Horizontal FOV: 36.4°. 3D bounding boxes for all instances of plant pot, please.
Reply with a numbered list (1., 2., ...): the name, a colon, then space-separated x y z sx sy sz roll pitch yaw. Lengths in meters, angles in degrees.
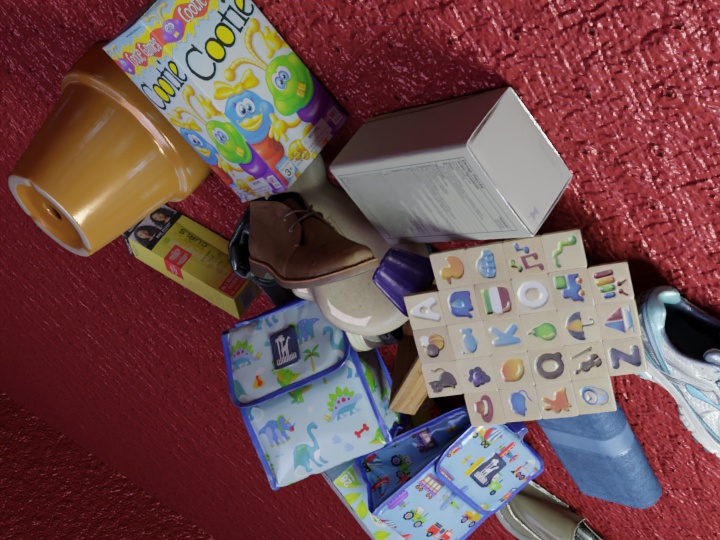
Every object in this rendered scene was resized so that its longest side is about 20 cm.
1. plant pot: -0.297 -0.124 1.260 0.199 0.184 0.201 31 154 17

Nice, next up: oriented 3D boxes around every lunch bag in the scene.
1. lunch bag: -0.060 0.135 1.313 0.203 0.168 0.127 68 -165 2
2. lunch bag: 0.120 0.240 1.327 0.150 0.199 0.095 43 -163 -37

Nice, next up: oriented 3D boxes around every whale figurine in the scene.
1. whale figurine: -0.009 -0.031 1.118 0.201 0.159 0.104 49 -160 7

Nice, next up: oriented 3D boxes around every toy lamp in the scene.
1. toy lamp: 0.103 0.046 0.996 0.198 0.059 0.058 31 155 4

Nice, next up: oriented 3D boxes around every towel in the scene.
1. towel: 0.245 0.171 1.165 0.111 0.049 0.201 9 141 48

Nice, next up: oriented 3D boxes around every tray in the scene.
1. tray: 0.071 0.078 1.189 0.036 0.100 0.201 11 155 -4

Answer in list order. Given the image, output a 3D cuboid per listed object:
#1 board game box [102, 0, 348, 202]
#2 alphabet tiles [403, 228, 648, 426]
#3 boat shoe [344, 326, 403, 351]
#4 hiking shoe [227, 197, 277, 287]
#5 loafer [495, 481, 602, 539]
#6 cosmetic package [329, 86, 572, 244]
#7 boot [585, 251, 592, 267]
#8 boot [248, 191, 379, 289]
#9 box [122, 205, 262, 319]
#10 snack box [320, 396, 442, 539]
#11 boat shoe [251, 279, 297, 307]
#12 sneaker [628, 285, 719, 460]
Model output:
1. board game box: -0.126 -0.177 1.033 0.200 0.103 0.104 48 153 -19
2. alphabet tiles: 0.140 0.053 0.943 0.197 0.006 0.169 -9 108 21
3. boat shoe: 0.000 0.001 1.209 0.065 0.072 0.203 -7 122 19
4. hiking shoe: -0.122 -0.028 1.270 0.075 0.101 0.201 35 151 12
5. loafer: 0.254 0.324 1.397 0.199 0.076 0.070 37 144 -6
6. cosmetic package: 0.072 -0.085 0.948 0.104 0.073 0.199 50 153 -24
7. boot: 0.155 0.027 1.046 0.198 0.068 0.132 -1 129 44
8. boot: -0.053 -0.029 1.011 0.199 0.073 0.077 12 113 56
9. box: -0.221 -0.017 1.468 0.198 0.075 0.050 30 154 22
10. snack box: 0.054 0.265 1.435 0.068 0.168 0.201 33 160 54
11. boat shoe: -0.073 0.056 1.382 0.199 0.074 0.075 38 155 4
12. sneaker: 0.301 0.091 0.923 0.199 0.078 0.086 38 152 2
